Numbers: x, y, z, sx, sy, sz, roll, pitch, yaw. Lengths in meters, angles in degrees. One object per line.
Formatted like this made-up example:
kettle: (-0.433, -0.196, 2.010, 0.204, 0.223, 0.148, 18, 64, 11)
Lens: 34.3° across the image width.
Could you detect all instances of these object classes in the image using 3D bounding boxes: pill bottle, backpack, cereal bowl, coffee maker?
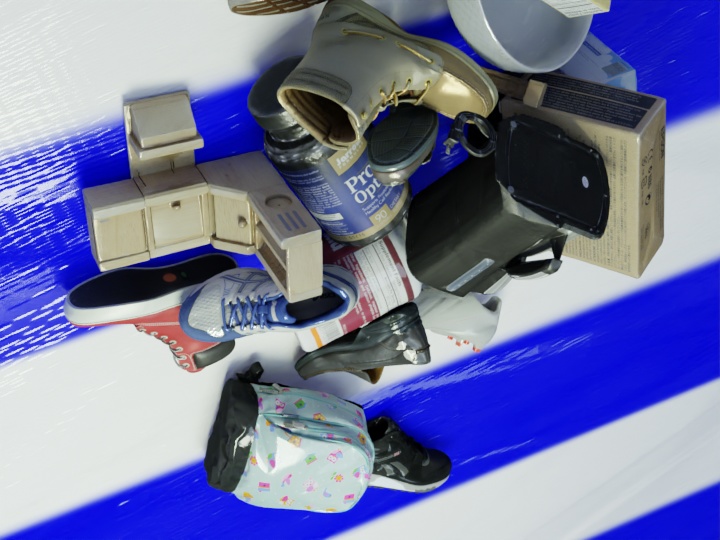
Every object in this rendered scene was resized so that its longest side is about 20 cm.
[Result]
pill bottle: (0.000, 0.000, 1.344, 0.198, 0.114, 0.115, -27, 131, -6)
pill bottle: (-0.034, -0.126, 1.238, 0.111, 0.112, 0.200, -36, 131, 2)
backpack: (-0.083, 0.220, 1.443, 0.197, 0.127, 0.168, 11, 124, -17)
cereal bowl: (0.152, -0.302, 1.196, 0.198, 0.083, 0.203, -3, 95, -42)
coffee maker: (0.129, -0.072, 1.218, 0.192, 0.135, 0.200, 39, 144, -11)

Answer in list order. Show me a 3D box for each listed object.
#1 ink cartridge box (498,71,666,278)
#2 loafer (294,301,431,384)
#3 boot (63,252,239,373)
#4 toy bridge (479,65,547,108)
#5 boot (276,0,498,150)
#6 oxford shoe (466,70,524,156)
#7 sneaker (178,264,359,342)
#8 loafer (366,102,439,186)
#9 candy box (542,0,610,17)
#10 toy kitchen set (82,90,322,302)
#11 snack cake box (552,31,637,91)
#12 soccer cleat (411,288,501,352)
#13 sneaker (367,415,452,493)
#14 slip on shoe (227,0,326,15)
ink cartridge box: (0.244, -0.106, 1.273, 0.075, 0.163, 0.201, -47, 143, -32)
loafer: (0.000, 0.105, 1.394, 0.199, 0.073, 0.073, -25, -177, 42)
boot: (-0.232, 0.068, 1.312, 0.198, 0.073, 0.146, -10, 129, -24)
toy bridge: (0.099, -0.210, 1.225, 0.198, 0.067, 0.028, 18, 103, 14)
boot: (0.029, -0.169, 1.133, 0.198, 0.156, 0.073, 30, 139, -5)
oxford shoe: (0.170, -0.142, 1.367, 0.084, 0.072, 0.202, -21, 132, -43)
sneaker: (-0.099, 0.033, 1.234, 0.197, 0.088, 0.076, -13, 97, 1)
loafer: (0.054, -0.138, 1.220, 0.071, 0.201, 0.063, -4, 125, 16)
candy box: (0.172, -0.335, 1.118, 0.199, 0.055, 0.117, 17, 81, -41)
toy kitchen set: (-0.163, -0.066, 1.172, 0.198, 0.181, 0.165, -15, 128, -21)
snack cake box: (0.271, -0.162, 1.358, 0.067, 0.115, 0.201, -23, 131, -9)
soccer cleat: (0.094, 0.044, 1.460, 0.198, 0.069, 0.078, 17, 99, -35)
sneaker: (0.047, 0.243, 1.572, 0.198, 0.076, 0.088, 6, 115, -29)
slip on shoe: (-0.039, -0.302, 1.147, 0.198, 0.076, 0.061, -17, 90, -4)
